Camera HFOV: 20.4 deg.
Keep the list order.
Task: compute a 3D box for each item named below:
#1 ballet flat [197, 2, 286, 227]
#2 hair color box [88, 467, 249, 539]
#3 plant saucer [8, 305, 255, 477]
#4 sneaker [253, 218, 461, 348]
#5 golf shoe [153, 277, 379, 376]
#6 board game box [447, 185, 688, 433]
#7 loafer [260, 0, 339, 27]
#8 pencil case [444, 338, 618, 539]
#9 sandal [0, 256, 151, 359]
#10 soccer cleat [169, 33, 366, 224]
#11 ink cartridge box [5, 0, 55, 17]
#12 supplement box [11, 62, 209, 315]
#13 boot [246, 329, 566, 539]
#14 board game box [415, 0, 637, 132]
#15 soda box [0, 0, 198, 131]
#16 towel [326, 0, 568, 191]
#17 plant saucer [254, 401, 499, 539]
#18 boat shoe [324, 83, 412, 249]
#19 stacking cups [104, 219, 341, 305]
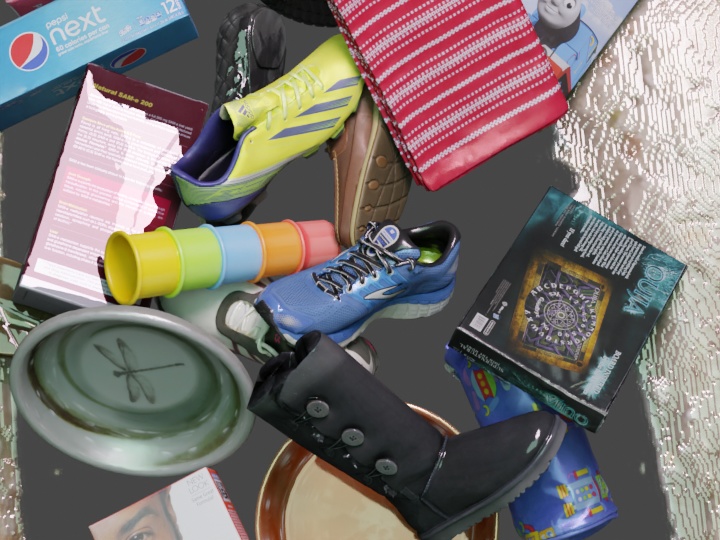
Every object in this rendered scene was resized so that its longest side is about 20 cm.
[{"bbox_3d":[-0.103,-0.127,1.689,0.066,0.057,0.201,16,83,-35],"label":"ballet flat"},{"bbox_3d":[-0.126,0.273,1.613,0.110,0.064,0.201,-27,80,-1],"label":"hair color box"},{"bbox_3d":[-0.179,0.086,1.603,0.199,0.201,0.050,5,47,3],"label":"plant saucer"},{"bbox_3d":[0.000,0.000,1.593,0.199,0.089,0.079,-20,52,-37],"label":"sneaker"},{"bbox_3d":[-0.078,0.041,1.636,0.199,0.088,0.078,22,84,7],"label":"golf shoe"},{"bbox_3d":[0.169,0.028,1.598,0.135,0.028,0.200,31,46,7],"label":"board game box"},{"bbox_3d":[0.006,-0.247,1.691,0.199,0.073,0.071,5,77,-7],"label":"loafer"},{"bbox_3d":[0.133,0.127,1.616,0.087,0.078,0.201,-27,80,24],"label":"pencil case"},{"bbox_3d":[-0.261,0.044,1.664,0.199,0.054,0.081,15,74,-10],"label":"sandal"},{"bbox_3d":[-0.071,-0.124,1.618,0.200,0.084,0.065,-45,48,-4],"label":"soccer cleat"},{"bbox_3d":[-0.226,-0.317,1.700,0.199,0.085,0.146,-22,81,1],"label":"ink cartridge box"},{"bbox_3d":[-0.205,-0.057,1.643,0.108,0.061,0.201,19,73,-11],"label":"supplement box"},{"bbox_3d":[0.035,0.110,1.537,0.200,0.066,0.165,41,119,-12],"label":"boot"},{"bbox_3d":[0.151,-0.240,1.661,0.151,0.037,0.200,39,83,-23],"label":"board game box"},{"bbox_3d":[-0.242,-0.191,1.688,0.199,0.068,0.064,-25,80,-1],"label":"soda box"},{"bbox_3d":[0.071,-0.176,1.611,0.144,0.022,0.201,-29,115,-1],"label":"towel"},{"bbox_3d":[0.014,0.207,1.633,0.199,0.032,0.202,0,81,2],"label":"plant saucer"},{"bbox_3d":[0.004,-0.112,1.671,0.067,0.072,0.201,2,78,31],"label":"boat shoe"},{"bbox_3d":[-0.104,-0.012,1.611,0.199,0.060,0.061,-7,79,-32],"label":"stacking cups"}]
